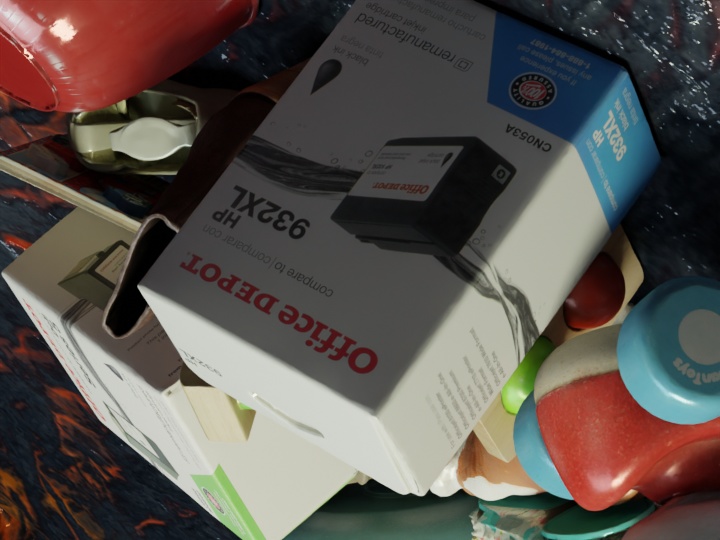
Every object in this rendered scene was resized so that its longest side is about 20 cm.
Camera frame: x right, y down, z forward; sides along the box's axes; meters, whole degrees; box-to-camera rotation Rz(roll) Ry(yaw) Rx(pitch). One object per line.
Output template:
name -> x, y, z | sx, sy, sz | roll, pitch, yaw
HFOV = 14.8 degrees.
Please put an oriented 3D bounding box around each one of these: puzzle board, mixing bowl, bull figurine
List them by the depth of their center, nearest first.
mixing bowl -> -0.164, -0.155, 1.446 | 0.200, 0.109, 0.200 | 34, 163, 12
bull figurine -> 0.105, 0.073, 1.470 | 0.065, 0.122, 0.200 | 27, 169, -31
puzzle board -> -0.139, -0.046, 1.705 | 0.150, 0.017, 0.200 | 25, -173, 0

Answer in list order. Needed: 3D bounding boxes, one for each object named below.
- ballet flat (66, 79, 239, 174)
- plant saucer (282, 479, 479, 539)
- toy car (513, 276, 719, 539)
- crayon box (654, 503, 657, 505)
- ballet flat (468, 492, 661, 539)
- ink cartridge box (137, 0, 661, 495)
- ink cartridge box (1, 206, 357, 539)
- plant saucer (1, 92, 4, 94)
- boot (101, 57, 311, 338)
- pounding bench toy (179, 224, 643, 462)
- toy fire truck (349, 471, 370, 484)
ballet flat -> -0.131, -0.084, 1.626 | 0.200, 0.070, 0.069 | 6, 146, 50
plant saucer -> 0.035, 0.147, 1.789 | 0.200, 0.200, 0.028 | 6, 108, 60
toy car -> 0.174, 0.122, 1.257 | 0.176, 0.201, 0.184 | -1, 164, -16
crayon box -> 0.199, 0.223, 1.514 | 0.172, 0.201, 0.058 | 29, 167, -18
ballet flat -> 0.118, 0.150, 1.470 | 0.200, 0.075, 0.064 | -176, 66, -74
ink cartridge box -> 0.019, -0.021, 1.263 | 0.145, 0.200, 0.084 | 27, 162, 29
ink cartridge box -> -0.110, 0.059, 1.669 | 0.200, 0.084, 0.146 | 32, 157, 49
plant saucer -> -0.251, -0.168, 1.728 | 0.200, 0.032, 0.200 | 34, 164, 11
boot -> -0.091, -0.018, 1.465 | 0.072, 0.166, 0.200 | 39, 140, 4
pounding bench toy -> 0.024, 0.025, 1.382 | 0.156, 0.200, 0.124 | 26, 160, 36
toy fire truck -> -0.015, 0.080, 1.701 | 0.200, 0.049, 0.142 | 12, 124, 64
